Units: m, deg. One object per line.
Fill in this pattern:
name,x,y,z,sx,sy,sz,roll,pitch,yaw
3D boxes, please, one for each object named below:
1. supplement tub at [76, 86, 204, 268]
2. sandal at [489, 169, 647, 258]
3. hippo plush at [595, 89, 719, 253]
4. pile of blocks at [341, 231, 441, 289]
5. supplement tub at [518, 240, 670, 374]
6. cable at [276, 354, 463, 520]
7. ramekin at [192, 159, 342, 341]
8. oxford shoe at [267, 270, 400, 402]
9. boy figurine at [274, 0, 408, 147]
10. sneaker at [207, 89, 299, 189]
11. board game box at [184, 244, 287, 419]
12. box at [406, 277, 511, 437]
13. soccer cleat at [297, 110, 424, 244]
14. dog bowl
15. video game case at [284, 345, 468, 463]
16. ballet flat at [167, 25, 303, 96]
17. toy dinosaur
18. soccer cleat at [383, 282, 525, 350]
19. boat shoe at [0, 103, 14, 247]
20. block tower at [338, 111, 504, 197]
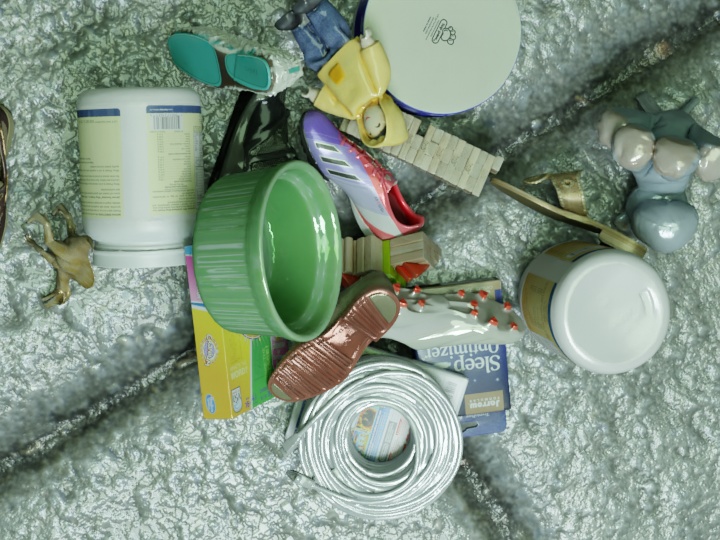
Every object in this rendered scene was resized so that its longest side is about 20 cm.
supplement tub,-0.253,-0.109,1.518,0.143,0.145,0.202,-2,96,-9
sandal,0.268,-0.089,1.624,0.210,0.078,0.070,29,90,9
hippo plush,0.356,-0.113,1.625,0.158,0.201,0.162,6,118,-9
pile of blocks,0.000,0.000,1.595,0.198,0.082,0.063,-1,65,4
supplement tub,0.276,0.040,1.590,0.143,0.200,0.146,-1,96,-8
cable,0.023,0.204,1.595,0.199,0.069,0.201,34,95,-4
ramekin,-0.105,-0.020,1.474,0.097,0.200,0.202,-2,97,25
oxford shoe,-0.031,0.079,1.557,0.200,0.074,0.071,-39,115,16
boy figurine,-0.018,-0.224,1.532,0.124,0.064,0.201,-32,92,35
sneaker,-0.103,-0.158,1.577,0.113,0.076,0.201,19,87,-21
board game box,-0.142,0.059,1.551,0.040,0.153,0.202,-2,98,25
box,0.126,0.116,1.659,0.120,0.032,0.202,-6,97,-8
soccer cleat,0.001,-0.117,1.577,0.201,0.073,0.068,54,41,-21
dog bowl,0.092,-0.287,1.590,0.198,0.079,0.202,-1,96,-9
video game case,0.020,0.171,1.634,0.198,0.018,0.145,17,97,-1
ballet flat,-0.142,-0.245,1.529,0.071,0.199,0.072,-24,125,-39
toy dinosaur,-0.336,-0.027,1.518,0.058,0.200,0.101,-34,84,-35
soccer cleat,0.106,0.064,1.609,0.198,0.070,0.078,9,129,-20
boat shoe,-0.444,-0.097,1.526,0.071,0.072,0.202,11,94,-10
block tower,0.073,-0.152,1.595,0.198,0.054,0.058,24,92,1
